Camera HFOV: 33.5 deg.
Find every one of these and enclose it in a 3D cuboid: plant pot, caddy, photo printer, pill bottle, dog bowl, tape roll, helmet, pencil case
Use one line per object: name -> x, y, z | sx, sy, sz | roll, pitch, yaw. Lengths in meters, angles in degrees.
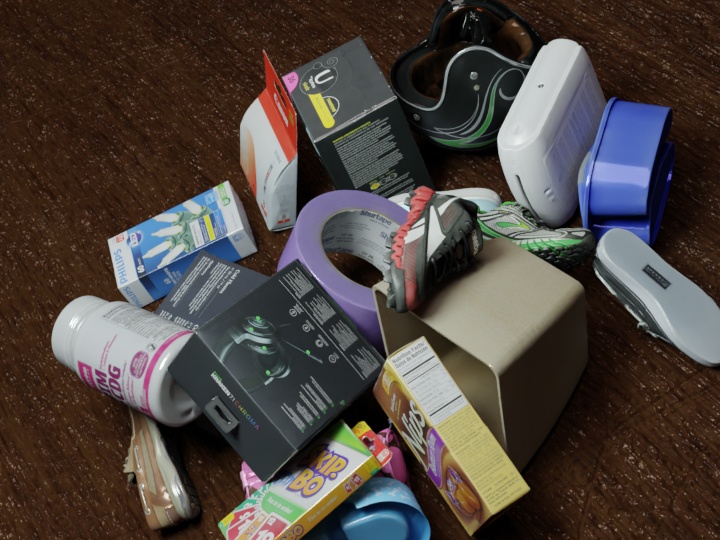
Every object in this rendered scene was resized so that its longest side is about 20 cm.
plant pot -> 0.155, 0.081, 1.379 | 0.177, 0.201, 0.199 | -37, 48, -23
caddy -> 0.324, -0.121, 1.489 | 0.104, 0.142, 0.201 | 7, 56, 24
photo printer -> 0.249, -0.169, 1.542 | 0.069, 0.167, 0.201 | 8, 58, 36
pill bottle -> -0.275, 0.104, 1.449 | 0.198, 0.114, 0.114 | 19, 63, 34
dog bowl -> -0.021, 0.296, 1.336 | 0.198, 0.112, 0.050 | -22, 35, 6
tape roll -> 0.000, 0.000, 1.501 | 0.198, 0.085, 0.202 | 13, 46, -14
helmet -> 0.146, -0.257, 1.637 | 0.191, 0.198, 0.201 | -54, 35, 37
pencil case -> -0.044, 0.238, 1.395 | 0.198, 0.094, 0.092 | -16, 67, 13

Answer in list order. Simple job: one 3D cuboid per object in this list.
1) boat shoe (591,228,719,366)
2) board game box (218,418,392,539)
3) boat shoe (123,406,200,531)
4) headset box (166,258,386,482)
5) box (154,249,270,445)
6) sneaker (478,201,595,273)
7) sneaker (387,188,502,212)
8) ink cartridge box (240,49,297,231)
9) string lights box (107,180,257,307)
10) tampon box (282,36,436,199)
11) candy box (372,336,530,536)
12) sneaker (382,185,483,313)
boat shoe -> 0.347, 0.041, 1.400 | 0.199, 0.068, 0.073 | 43, 64, 15
board game box -> -0.060, 0.241, 1.305 | 0.199, 0.030, 0.095 | -38, 28, -8
boat shoe -> -0.266, 0.240, 1.505 | 0.071, 0.076, 0.201 | -31, 47, 0
headset box -> -0.095, 0.114, 1.364 | 0.174, 0.093, 0.200 | 48, 46, 4
box -> -0.179, 0.101, 1.554 | 0.181, 0.104, 0.201 | 20, 64, 35
sneaker -> 0.197, -0.047, 1.466 | 0.198, 0.078, 0.086 | 6, 74, 39
sneaker -> 0.090, -0.055, 1.581 | 0.198, 0.074, 0.083 | -12, 45, 15
ink cartridge box -> -0.132, -0.182, 1.693 | 0.050, 0.201, 0.163 | -14, 46, -14
string lights box -> -0.257, -0.036, 1.724 | 0.198, 0.059, 0.103 | -26, 50, 3
tampon box -> -0.001, -0.181, 1.634 | 0.125, 0.201, 0.151 | -27, 48, 0
candy box -> 0.095, 0.184, 1.312 | 0.056, 0.117, 0.201 | -28, 73, -18
sneaker -> 0.083, -0.024, 1.317 | 0.097, 0.072, 0.201 | 6, 36, 15
